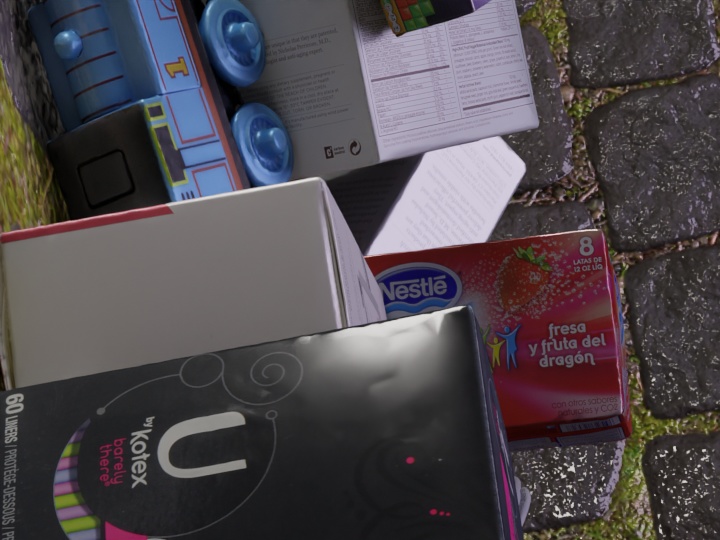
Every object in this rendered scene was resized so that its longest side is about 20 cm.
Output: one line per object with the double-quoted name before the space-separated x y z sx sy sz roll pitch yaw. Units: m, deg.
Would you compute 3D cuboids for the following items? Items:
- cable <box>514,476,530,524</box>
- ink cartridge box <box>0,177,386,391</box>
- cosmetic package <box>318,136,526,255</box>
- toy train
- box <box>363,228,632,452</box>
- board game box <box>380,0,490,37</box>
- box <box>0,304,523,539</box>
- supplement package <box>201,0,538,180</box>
"cable" 0.028 0.199 1.489 0.201 0.069 0.200 -60 -177 30
"ink cartridge box" -0.066 0.035 1.098 0.200 0.145 0.083 62 18 -74
"cosmetic package" 0.000 0.000 1.390 0.071 0.101 0.201 45 62 -28
"toy train" -0.104 -0.099 1.200 0.114 0.086 0.201 -17 89 -56
"box" 0.032 0.044 1.236 0.100 0.199 0.096 49 35 -76
"board game box" 0.044 -0.240 1.228 0.165 0.056 0.201 -37 110 -49
"box" -0.038 0.106 0.969 0.106 0.199 0.123 74 7 -48
"supplement package" -0.037 -0.150 1.307 0.147 0.190 0.201 -15 96 -50
